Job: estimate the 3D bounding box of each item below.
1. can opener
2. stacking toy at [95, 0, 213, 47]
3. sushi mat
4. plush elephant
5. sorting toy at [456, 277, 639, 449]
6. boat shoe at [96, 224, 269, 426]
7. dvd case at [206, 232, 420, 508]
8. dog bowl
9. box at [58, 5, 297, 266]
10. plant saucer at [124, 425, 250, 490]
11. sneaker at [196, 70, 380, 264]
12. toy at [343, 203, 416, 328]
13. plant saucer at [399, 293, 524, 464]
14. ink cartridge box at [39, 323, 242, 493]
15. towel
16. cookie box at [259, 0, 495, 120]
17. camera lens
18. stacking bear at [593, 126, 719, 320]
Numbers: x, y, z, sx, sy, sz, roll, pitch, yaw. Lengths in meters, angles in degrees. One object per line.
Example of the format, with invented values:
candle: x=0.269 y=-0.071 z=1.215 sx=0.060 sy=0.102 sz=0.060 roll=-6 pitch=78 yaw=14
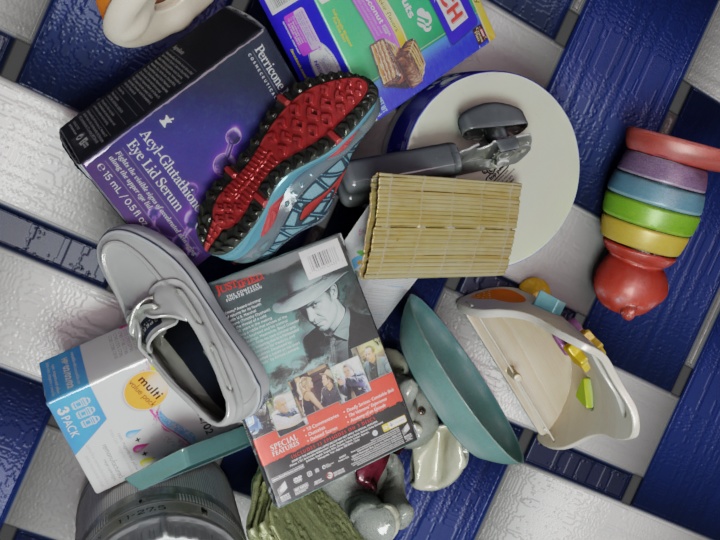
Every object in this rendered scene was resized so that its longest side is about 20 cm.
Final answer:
can opener: x=0.070 y=-0.114 z=0.849 sx=0.198 sy=0.053 sz=0.068 roll=-12 pitch=70 yaw=-13
stacking toy: x=-0.216 y=-0.315 z=0.783 sx=0.146 sy=0.146 sz=0.201 roll=-38 pitch=91 yaw=-7
sushi mat: x=0.080 y=-0.039 z=0.827 sx=0.198 sy=0.012 sz=0.097 roll=-1 pitch=105 yaw=-42
plush elephant: x=0.020 y=0.164 z=0.887 sx=0.164 sy=0.200 sz=0.155 roll=41 pitch=82 yaw=18
sorting toy: x=0.217 y=0.101 z=0.930 sx=0.106 sy=0.180 sz=0.201 roll=-36 pitch=107 yaw=-8
boat shoe: x=-0.154 y=0.041 z=0.724 sx=0.200 sy=0.065 sz=0.074 roll=44 pitch=111 yaw=11
dvd case: x=-0.046 y=0.085 z=0.784 sx=0.145 sy=0.022 sz=0.202 roll=-22 pitch=92 yaw=-20
dog bowl: x=0.124 y=-0.105 z=0.924 sx=0.197 sy=0.079 sz=0.203 roll=-3 pitch=99 yaw=-16
box: x=-0.145 y=-0.118 z=0.811 sx=0.199 sy=0.104 sz=0.148 roll=-39 pitch=127 yaw=-6
plant saucer: x=-0.134 y=0.167 z=0.832 sx=0.069 sy=0.200 sz=0.019 roll=-30 pitch=79 yaw=20
sneaker: x=-0.055 y=-0.087 z=0.777 sx=0.200 sy=0.079 sz=0.095 roll=-44 pitch=152 yaw=8
toy: x=0.000 y=0.000 z=0.882 sx=0.114 sy=0.048 sz=0.200 roll=10 pitch=133 yaw=-37
plant saucer: x=0.094 y=0.116 z=0.896 sx=0.036 sy=0.200 sz=0.201 roll=-35 pitch=107 yaw=9
ink cartridge box: x=-0.175 y=0.103 z=0.816 sx=0.198 sy=0.068 sz=0.116 roll=-25 pitch=125 yaw=-13
towel: x=-0.048 y=0.281 z=0.905 sx=0.036 sy=0.149 sz=0.201 roll=-29 pitch=110 yaw=19
cookie box: x=0.017 y=-0.248 z=0.834 sx=0.200 sy=0.075 sz=0.172 roll=-40 pitch=109 yaw=-35
camera lens: x=-0.185 y=0.265 z=0.826 sx=0.158 sy=0.200 sz=0.162 roll=-4 pitch=104 yaw=-15
stacking bear: x=0.317 y=-0.047 z=0.978 sx=0.112 sy=0.121 sz=0.202 roll=10 pitch=103 yaw=-19
